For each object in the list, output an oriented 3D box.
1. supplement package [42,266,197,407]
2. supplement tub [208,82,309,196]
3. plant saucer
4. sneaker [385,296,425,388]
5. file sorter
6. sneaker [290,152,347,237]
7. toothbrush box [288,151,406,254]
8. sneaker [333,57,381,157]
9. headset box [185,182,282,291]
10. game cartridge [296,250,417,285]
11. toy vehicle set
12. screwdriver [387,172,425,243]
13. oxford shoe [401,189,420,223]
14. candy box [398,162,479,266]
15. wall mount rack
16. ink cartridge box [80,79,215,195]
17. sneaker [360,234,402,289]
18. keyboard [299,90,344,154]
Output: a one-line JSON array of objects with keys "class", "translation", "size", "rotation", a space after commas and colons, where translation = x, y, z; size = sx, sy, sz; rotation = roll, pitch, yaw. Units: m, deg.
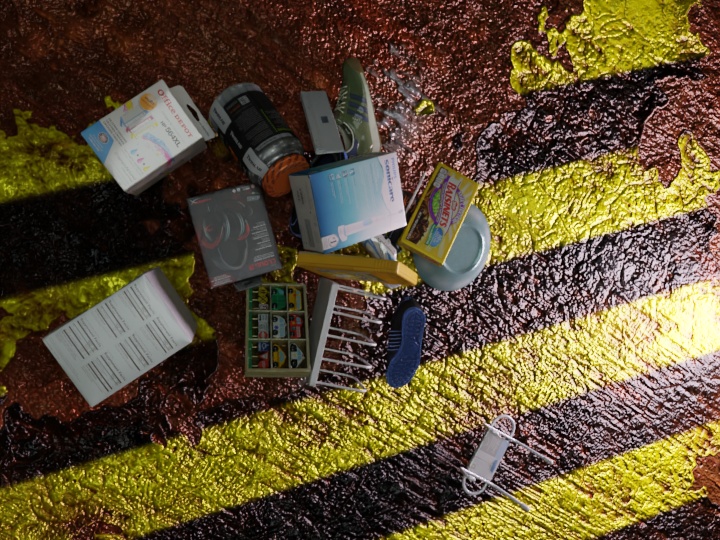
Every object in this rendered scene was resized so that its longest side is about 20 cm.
[{"class": "supplement package", "translation": [-0.430, 0.112, 1.081], "size": [0.199, 0.191, 0.148], "rotation": [-34, 100, -9]}, {"class": "supplement tub", "translation": [-0.190, -0.246, 1.113], "size": [0.122, 0.123, 0.201], "rotation": [-34, 74, -8]}, {"class": "plant saucer", "translation": [0.208, -0.050, 1.259], "size": [0.199, 0.039, 0.204], "rotation": [-6, 105, -22]}, {"class": "sneaker", "translation": [0.093, 0.153, 1.262], "size": [0.069, 0.078, 0.202], "rotation": [8, 113, -15]}, {"class": "file sorter", "translation": [-0.036, 0.130, 1.194], "size": [0.123, 0.139, 0.203], "rotation": [12, 91, -15]}, {"class": "sneaker", "translation": [-0.095, -0.160, 1.170], "size": [0.070, 0.078, 0.202], "rotation": [28, 98, 13]}, {"class": "toothbrush box", "translation": [-0.020, -0.132, 1.104], "size": [0.198, 0.085, 0.148], "rotation": [-21, 111, -29]}, {"class": "sneaker", "translation": [-0.024, -0.328, 1.202], "size": [0.089, 0.067, 0.203], "rotation": [-18, 100, -16]}, {"class": "headset box", "translation": [-0.247, -0.062, 1.168], "size": [0.147, 0.075, 0.202], "rotation": [-15, 96, -11]}, {"class": "game cartridge", "translation": [0.000, 0.000, 1.135], "size": [0.198, 0.176, 0.033], "rotation": [7, 83, 20]}, {"class": "toy vehicle set", "translation": [-0.166, 0.115, 1.160], "size": [0.123, 0.027, 0.202], "rotation": [1, 54, -12]}, {"class": "screwdriver", "translation": [0.095, -0.121, 1.193], "size": [0.028, 0.201, 0.029], "rotation": [9, 52, -15]}, {"class": "oxford shoe", "translation": [0.090, -0.134, 1.235], "size": [0.198, 0.072, 0.072], "rotation": [19, 88, -13]}, {"class": "candy box", "translation": [0.164, -0.118, 1.209], "size": [0.101, 0.026, 0.202], "rotation": [28, 73, -4]}, {"class": "wall mount rack", "translation": [0.324, 0.439, 1.319], "size": [0.173, 0.075, 0.202], "rotation": [29, 88, -12]}, {"class": "ink cartridge box", "translation": [-0.389, -0.253, 1.101], "size": [0.199, 0.125, 0.129], "rotation": [-37, 100, -7]}, {"class": "sneaker", "translation": [0.040, -0.056, 1.229], "size": [0.072, 0.072, 0.201], "rotation": [-31, 104, 3]}, {"class": "keyboard", "translation": [-0.078, -0.296, 1.155], "size": [0.056, 0.011, 0.201], "rotation": [-3, 50, -15]}]
